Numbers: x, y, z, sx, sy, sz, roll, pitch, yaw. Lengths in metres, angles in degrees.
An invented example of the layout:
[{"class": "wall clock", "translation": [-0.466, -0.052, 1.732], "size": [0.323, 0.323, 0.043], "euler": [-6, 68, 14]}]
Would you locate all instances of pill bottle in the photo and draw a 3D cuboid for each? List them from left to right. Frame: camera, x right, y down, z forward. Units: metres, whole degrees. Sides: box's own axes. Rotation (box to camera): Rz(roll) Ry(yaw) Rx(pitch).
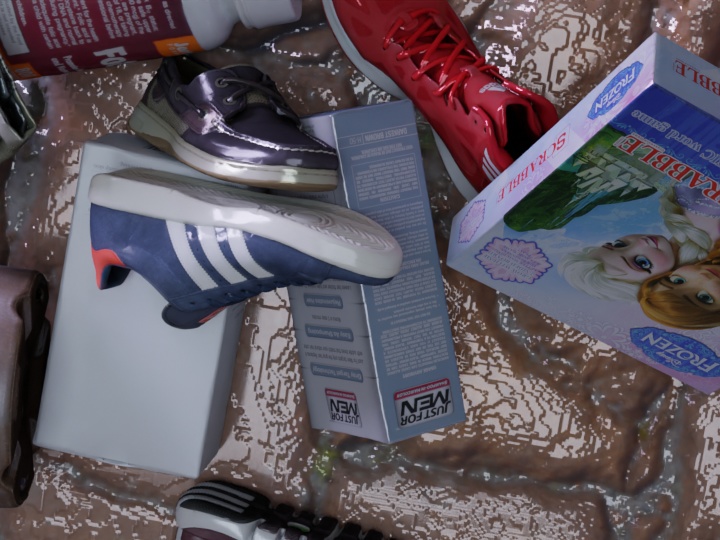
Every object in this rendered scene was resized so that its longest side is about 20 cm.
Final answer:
[{"class": "pill bottle", "translation": [-0.142, -0.185, 1.012], "size": [0.200, 0.114, 0.114], "euler": [-8, 97, 7]}]

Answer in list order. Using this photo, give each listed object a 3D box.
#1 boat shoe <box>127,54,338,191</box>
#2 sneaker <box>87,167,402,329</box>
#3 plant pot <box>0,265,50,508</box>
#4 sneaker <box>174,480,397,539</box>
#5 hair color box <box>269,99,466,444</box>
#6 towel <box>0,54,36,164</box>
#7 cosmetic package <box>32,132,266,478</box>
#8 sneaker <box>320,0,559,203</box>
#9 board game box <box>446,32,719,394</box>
[{"class": "boat shoe", "translation": [-0.077, -0.092, 0.989], "size": [0.072, 0.200, 0.065], "euler": [5, 102, -33]}, {"class": "sneaker", "translation": [-0.070, -0.002, 0.960], "size": [0.200, 0.075, 0.085], "euler": [14, 103, 26]}, {"class": "plant pot", "translation": [-0.302, 0.066, 1.030], "size": [0.198, 0.200, 0.201], "euler": [4, 98, -2]}, {"class": "sneaker", "translation": [-0.038, 0.223, 1.084], "size": [0.200, 0.076, 0.116], "euler": [21, 104, 13]}, {"class": "hair color box", "translation": [0.000, 0.000, 1.024], "size": [0.061, 0.099, 0.200], "euler": [-13, 97, -29]}, {"class": "towel", "translation": [-0.278, -0.140, 1.003], "size": [0.035, 0.200, 0.193], "euler": [-26, 93, -32]}, {"class": "cosmetic package", "translation": [-0.132, 0.022, 1.056], "size": [0.113, 0.081, 0.200], "euler": [13, 100, 4]}, {"class": "sneaker", "translation": [0.060, -0.125, 0.991], "size": [0.078, 0.116, 0.200], "euler": [-43, 99, -13]}, {"class": "board game box", "translation": [0.185, -0.022, 0.939], "size": [0.200, 0.041, 0.200], "euler": [25, 141, -17]}]
